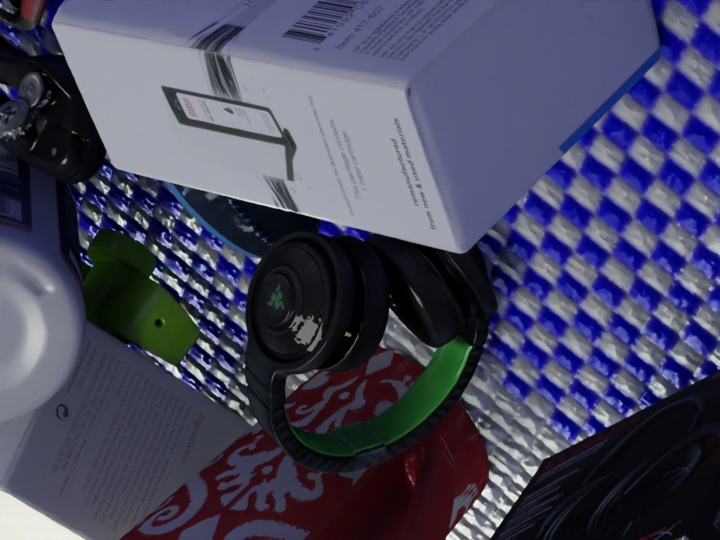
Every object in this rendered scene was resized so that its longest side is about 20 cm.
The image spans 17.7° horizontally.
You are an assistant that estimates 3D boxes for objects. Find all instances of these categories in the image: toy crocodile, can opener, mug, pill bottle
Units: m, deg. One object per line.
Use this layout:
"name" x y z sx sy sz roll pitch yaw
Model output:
"toy crocodile" -0.165 0.020 1.334 0.200 0.068 0.062 0 145 49
"can opener" -0.191 -0.097 1.226 0.200 0.063 0.079 27 -179 39
"mug" -0.017 0.146 1.176 0.177 0.200 0.133 20 138 35
"pill bottle" -0.205 -0.010 1.233 0.200 0.111 0.111 -108 -6 -63

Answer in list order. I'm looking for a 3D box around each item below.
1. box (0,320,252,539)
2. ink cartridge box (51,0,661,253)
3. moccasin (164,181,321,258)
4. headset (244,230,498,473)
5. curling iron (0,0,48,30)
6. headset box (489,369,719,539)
"box" -0.143 0.123 1.318 0.200 0.106 0.152 35 155 -29
"ink cartridge box" -0.003 -0.097 0.948 0.200 0.146 0.084 15 138 41
"moccasin" -0.072 -0.092 1.096 0.068 0.080 0.200 -9 119 47
"headset" 0.000 0.000 1.091 0.094 0.123 0.200 44 138 42
"curling iron" -0.159 -0.183 1.145 0.050 0.026 0.200 41 147 4
"headset box" 0.127 0.116 0.974 0.149 0.200 0.077 -31 100 34
